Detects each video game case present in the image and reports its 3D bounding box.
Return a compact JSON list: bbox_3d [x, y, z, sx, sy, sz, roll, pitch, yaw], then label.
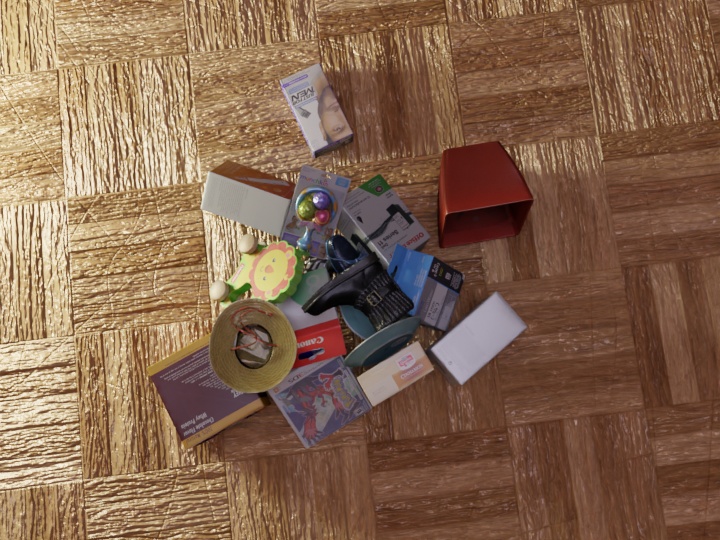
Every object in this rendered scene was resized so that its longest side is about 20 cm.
[{"bbox_3d":[-0.091,0.286,1.631,0.181,0.023,0.201,-31,118,-5],"label":"video game case"}]

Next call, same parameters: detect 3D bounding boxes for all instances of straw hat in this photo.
[{"bbox_3d":[-0.229,0.166,1.559,0.199,0.085,0.203,1,76,-4],"label":"straw hat"}]

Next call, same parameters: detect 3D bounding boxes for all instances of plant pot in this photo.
[{"bbox_3d":[0.270,-0.184,1.678,0.198,0.200,0.178,-9,69,-1],"label":"plant pot"}]

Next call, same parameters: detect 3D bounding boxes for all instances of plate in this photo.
[{"bbox_3d":[0.054,0.165,1.582,0.199,0.200,0.026,-30,71,-4],"label":"plate"},{"bbox_3d":[0.042,0.074,1.688,0.198,0.026,0.202,5,72,-16],"label":"plate"}]

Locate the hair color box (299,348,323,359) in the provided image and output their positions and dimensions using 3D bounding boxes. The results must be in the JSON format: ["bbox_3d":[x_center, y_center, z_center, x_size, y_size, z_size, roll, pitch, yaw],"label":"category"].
[{"bbox_3d":[-0.151,0.147,1.663,0.198,0.065,0.110,-9,66,3],"label":"hair color box"}]

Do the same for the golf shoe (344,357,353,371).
[{"bbox_3d":[-0.110,0.249,1.657,0.198,0.092,0.073,-17,81,-4],"label":"golf shoe"}]

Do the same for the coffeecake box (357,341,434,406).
[{"bbox_3d":[0.074,0.230,1.604,0.153,0.200,0.073,-30,83,-4],"label":"coffeecake box"}]

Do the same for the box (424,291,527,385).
[{"bbox_3d":[0.258,0.158,1.639,0.200,0.152,0.107,-40,83,-5],"label":"box"}]

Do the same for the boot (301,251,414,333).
[{"bbox_3d":[-0.006,0.077,1.544,0.210,0.079,0.158,-33,89,1],"label":"boot"}]

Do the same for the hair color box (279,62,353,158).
[{"bbox_3d":[-0.107,-0.391,1.763,0.109,0.065,0.201,-25,84,-4],"label":"hair color box"}]

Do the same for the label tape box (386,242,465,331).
[{"bbox_3d":[0.141,0.042,1.639,0.063,0.199,0.145,12,79,45],"label":"label tape box"}]

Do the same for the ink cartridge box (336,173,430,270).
[{"bbox_3d":[0.045,-0.102,1.687,0.146,0.083,0.200,-35,82,-29],"label":"ink cartridge box"}]

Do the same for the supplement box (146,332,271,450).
[{"bbox_3d":[-0.338,0.265,1.632,0.196,0.133,0.201,-28,82,-4],"label":"supplement box"}]

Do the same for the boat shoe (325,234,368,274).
[{"bbox_3d":[0.000,0.000,1.628,0.084,0.069,0.200,-41,97,-26],"label":"boat shoe"}]

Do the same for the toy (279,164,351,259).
[{"bbox_3d":[-0.103,-0.122,1.613,0.114,0.047,0.201,15,112,-12],"label":"toy"}]

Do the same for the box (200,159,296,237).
[{"bbox_3d":[-0.252,-0.170,1.685,0.199,0.125,0.098,20,113,2],"label":"box"}]

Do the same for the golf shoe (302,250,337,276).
[{"bbox_3d":[-0.107,-0.002,1.711,0.200,0.078,0.095,-41,66,-7],"label":"golf shoe"}]

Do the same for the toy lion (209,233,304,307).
[{"bbox_3d":[-0.220,0.019,1.602,0.191,0.069,0.201,31,88,39],"label":"toy lion"}]

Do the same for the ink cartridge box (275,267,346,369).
[{"bbox_3d":[-0.129,0.108,1.600,0.160,0.050,0.201,-17,61,6],"label":"ink cartridge box"}]
